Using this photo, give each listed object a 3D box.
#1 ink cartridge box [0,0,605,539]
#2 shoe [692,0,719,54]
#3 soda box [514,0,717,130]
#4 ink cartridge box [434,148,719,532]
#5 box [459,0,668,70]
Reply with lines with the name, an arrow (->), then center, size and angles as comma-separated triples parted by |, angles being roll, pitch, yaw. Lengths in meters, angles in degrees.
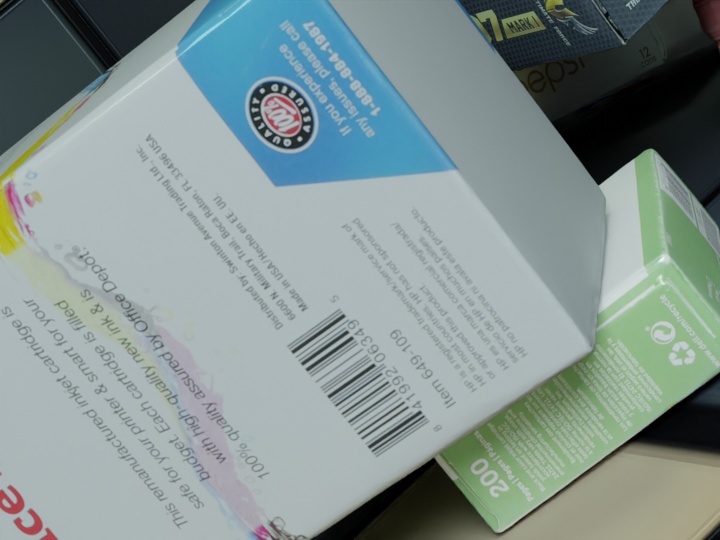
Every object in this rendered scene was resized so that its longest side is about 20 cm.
ink cartridge box -> -0.043, -0.001, 0.725 | 0.199, 0.147, 0.146 | -35, 12, 18
shoe -> 0.176, -0.141, 0.961 | 0.071, 0.091, 0.200 | -33, 12, 27
soda box -> 0.095, -0.105, 1.123 | 0.068, 0.064, 0.200 | -22, -2, -40
ink cartridge box -> 0.037, 0.046, 0.778 | 0.200, 0.048, 0.146 | -38, 10, 15
box -> 0.105, -0.155, 0.880 | 0.200, 0.051, 0.157 | -45, 19, -24
